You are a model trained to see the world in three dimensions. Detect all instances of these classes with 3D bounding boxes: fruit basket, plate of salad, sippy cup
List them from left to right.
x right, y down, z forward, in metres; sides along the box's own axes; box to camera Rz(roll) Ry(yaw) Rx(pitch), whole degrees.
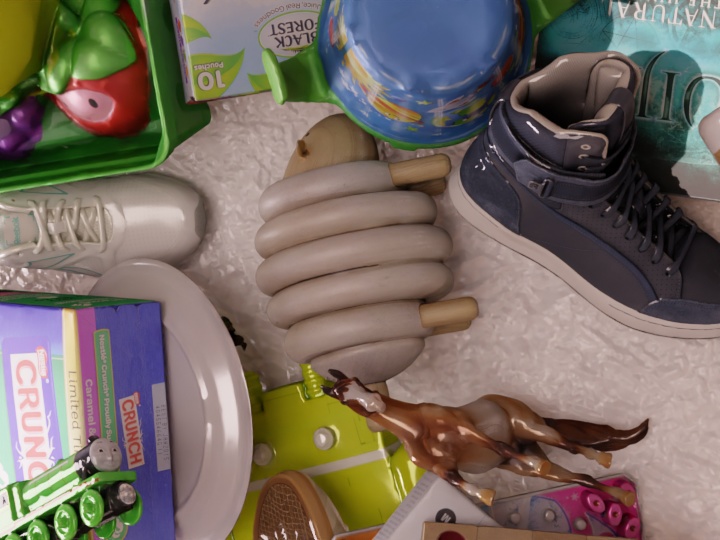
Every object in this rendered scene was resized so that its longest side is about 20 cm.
[{"bbox_3d":[-0.218,-0.129,1.524,0.214,0.215,0.157,-8,93,21],"label":"fruit basket"},{"bbox_3d":[-0.126,0.091,1.582,0.199,0.048,0.201,10,103,48],"label":"plate of salad"},{"bbox_3d":[0.039,-0.144,1.426,0.139,0.130,0.178,36,89,2],"label":"sippy cup"}]

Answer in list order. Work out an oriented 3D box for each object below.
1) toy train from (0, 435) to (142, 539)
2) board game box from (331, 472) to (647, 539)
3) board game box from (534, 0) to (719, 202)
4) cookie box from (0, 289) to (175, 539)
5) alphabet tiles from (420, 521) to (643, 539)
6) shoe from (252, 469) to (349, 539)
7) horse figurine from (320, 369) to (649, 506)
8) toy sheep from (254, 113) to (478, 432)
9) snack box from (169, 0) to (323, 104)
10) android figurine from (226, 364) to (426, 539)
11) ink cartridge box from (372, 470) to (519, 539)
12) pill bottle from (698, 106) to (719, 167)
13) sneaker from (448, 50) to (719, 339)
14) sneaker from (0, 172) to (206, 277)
[{"bbox_3d":[-0.201,0.155,1.503,0.200,0.042,0.057,-31,65,43],"label":"toy train"},{"bbox_3d":[0.095,0.244,1.503,0.199,0.026,0.201,-11,92,-6],"label":"board game box"},{"bbox_3d":[0.203,-0.111,1.470,0.199,0.028,0.136,9,98,20],"label":"board game box"},{"bbox_3d":[-0.214,0.100,1.586,0.199,0.075,0.172,2,98,45],"label":"cookie box"},{"bbox_3d":[0.108,0.256,1.448,0.166,0.008,0.201,6,91,-8],"label":"alphabet tiles"},{"bbox_3d":[-0.017,0.222,1.544,0.070,0.053,0.201,-14,92,40],"label":"shoe"},{"bbox_3d":[0.085,0.104,1.467,0.132,0.199,0.050,24,105,43],"label":"horse figurine"},{"bbox_3d":[0.000,0.000,1.506,0.137,0.138,0.201,-15,77,21],"label":"toy sheep"},{"bbox_3d":[-0.054,-0.214,1.510,0.141,0.053,0.201,-9,93,-10],"label":"snack box"},{"bbox_3d":[-0.026,0.156,1.580,0.181,0.041,0.201,-14,93,22],"label":"android figurine"},{"bbox_3d":[0.057,0.258,1.466,0.199,0.041,0.200,39,87,-6],"label":"ink cartridge box"},{"bbox_3d":[0.291,-0.032,1.372,0.114,0.114,0.201,-35,88,20],"label":"pill bottle"},{"bbox_3d":[0.160,-0.045,1.422,0.201,0.077,0.146,26,145,0],"label":"sneaker"},{"bbox_3d":[-0.199,-0.026,1.604,0.199,0.080,0.071,-1,94,19],"label":"sneaker"}]
